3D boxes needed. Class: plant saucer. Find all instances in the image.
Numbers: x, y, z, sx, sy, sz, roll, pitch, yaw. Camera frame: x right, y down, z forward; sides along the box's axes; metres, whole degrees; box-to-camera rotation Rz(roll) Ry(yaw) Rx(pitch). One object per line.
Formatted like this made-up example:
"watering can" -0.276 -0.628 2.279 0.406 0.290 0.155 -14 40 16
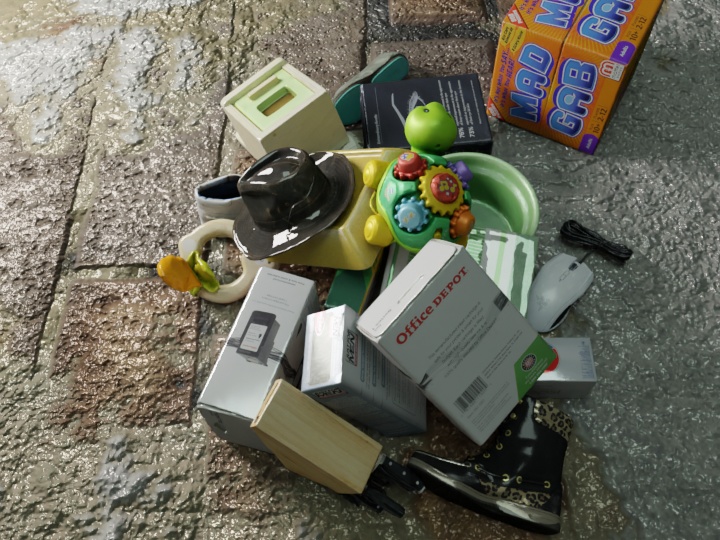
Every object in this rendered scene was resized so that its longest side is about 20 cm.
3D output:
"plant saucer" -0.034 -0.101 0.946 0.199 0.049 0.201 5 57 40

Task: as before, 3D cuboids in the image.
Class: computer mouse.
"computer mouse" 0.306 0.009 0.998 0.109 0.044 0.200 36 67 19

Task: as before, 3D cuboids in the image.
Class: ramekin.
"ramekin" 0.160 -0.069 1.018 0.198 0.098 0.201 -1 60 2

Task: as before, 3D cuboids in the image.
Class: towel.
"towel" 0.131 0.009 0.913 0.198 0.023 0.154 10 78 5

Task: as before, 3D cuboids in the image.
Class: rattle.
"rattle" -0.174 -0.029 0.979 0.198 0.143 0.131 -7 68 2

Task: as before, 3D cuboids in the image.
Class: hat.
"hat" -0.109 -0.110 0.912 0.199 0.081 0.202 -21 45 22

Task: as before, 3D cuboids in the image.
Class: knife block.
"knife block" -0.018 0.222 0.809 0.174 0.201 0.064 14 59 26

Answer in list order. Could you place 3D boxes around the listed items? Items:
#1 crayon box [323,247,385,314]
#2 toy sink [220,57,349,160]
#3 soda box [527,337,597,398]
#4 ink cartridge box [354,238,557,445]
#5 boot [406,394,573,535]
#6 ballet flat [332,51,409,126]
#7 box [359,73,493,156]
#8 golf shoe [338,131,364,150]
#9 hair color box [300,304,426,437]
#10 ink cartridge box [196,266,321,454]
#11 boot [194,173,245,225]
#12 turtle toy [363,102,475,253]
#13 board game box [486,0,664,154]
"crayon box" 0.000 0.000 0.967 0.051 0.126 0.201 19 62 5
"toy sink" -0.134 -0.250 1.088 0.130 0.112 0.200 -37 47 -8
"soda box" 0.209 0.133 0.917 0.198 0.068 0.064 0 60 2
"ink cartridge box" 0.113 0.082 0.802 0.146 0.084 0.200 -46 111 -7
"boot" 0.171 0.229 0.860 0.199 0.073 0.151 19 64 9
"ballet flat" 0.004 -0.319 1.200 0.200 0.068 0.064 -42 39 -20
"box" 0.103 -0.225 1.107 0.198 0.105 0.149 -5 61 0
"golf shoe" -0.042 -0.141 1.064 0.096 0.078 0.201 5 57 -15
"hair color box" 0.011 0.132 0.851 0.060 0.200 0.100 -16 55 29
"ink cartridge box" -0.123 0.122 0.893 0.083 0.146 0.201 15 62 11
"boot" -0.155 -0.104 1.052 0.198 0.096 0.074 -8 60 -5
"turtle toy" 0.084 -0.111 0.859 0.145 0.101 0.202 5 74 -23
"board game box" 0.350 -0.358 1.117 0.199 0.200 0.200 26 64 16
